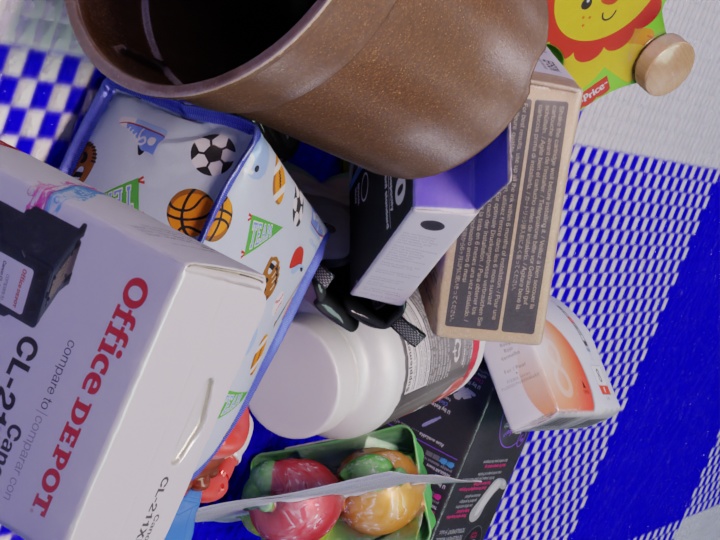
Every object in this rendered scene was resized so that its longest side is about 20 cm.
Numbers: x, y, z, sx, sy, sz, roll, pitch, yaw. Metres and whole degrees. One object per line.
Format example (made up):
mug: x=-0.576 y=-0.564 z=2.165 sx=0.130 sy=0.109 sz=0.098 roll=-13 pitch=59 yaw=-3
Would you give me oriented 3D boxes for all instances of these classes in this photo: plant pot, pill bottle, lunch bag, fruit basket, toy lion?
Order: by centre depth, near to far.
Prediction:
plant pot: x=-0.015 y=-0.150 z=0.974 sx=0.198 sy=0.199 sz=0.202 roll=26 pitch=89 yaw=-51
lunch bag: x=-0.120 y=0.021 z=1.070 sx=0.201 sy=0.123 sz=0.170 roll=-67 pitch=158 yaw=-12
toy lion: x=0.151 y=-0.179 z=1.341 sx=0.199 sy=0.069 sz=0.192 roll=-35 pitch=141 yaw=-7
fruit basket: x=-0.029 y=0.154 z=1.342 sx=0.200 sy=0.184 sz=0.095 roll=28 pitch=51 yaw=-64
pill bottle: x=0.001 y=0.058 z=1.359 sx=0.199 sy=0.110 sz=0.112 roll=-17 pitch=128 yaw=-58

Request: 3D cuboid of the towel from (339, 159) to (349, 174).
towel: x=0.019 y=-0.136 z=1.326 sx=0.086 sy=0.018 sz=0.201 roll=-40 pitch=146 yaw=-42

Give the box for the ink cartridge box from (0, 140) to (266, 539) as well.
ink cartridge box: x=-0.164 y=0.026 z=0.888 sx=0.147 sy=0.199 sz=0.083 roll=-66 pitch=156 yaw=4

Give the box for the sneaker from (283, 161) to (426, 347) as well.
sneaker: x=0.000 y=0.000 z=1.256 sx=0.078 sy=0.140 sz=0.199 roll=-54 pitch=156 yaw=17

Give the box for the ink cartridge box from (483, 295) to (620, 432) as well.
ink cartridge box: x=0.135 y=0.029 z=1.526 sx=0.162 sy=0.050 sz=0.202 roll=7 pitch=63 yaw=-65

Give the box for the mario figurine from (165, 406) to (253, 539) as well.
mario figurine: x=-0.136 y=0.135 z=1.214 sx=0.123 sy=0.105 sz=0.202 roll=-57 pitch=167 yaw=-77

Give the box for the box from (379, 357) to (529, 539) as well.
box: x=0.059 y=0.153 z=1.572 sx=0.122 sy=0.105 sz=0.202 roll=9 pitch=105 yaw=-63

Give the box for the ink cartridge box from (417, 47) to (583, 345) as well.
ink cartridge box: x=0.080 y=-0.063 z=1.217 sx=0.200 sy=0.074 sz=0.166 roll=-101 pitch=-162 yaw=-71

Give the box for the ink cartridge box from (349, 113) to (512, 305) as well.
ink cartridge box: x=0.037 y=-0.106 z=1.114 sx=0.200 sy=0.043 sz=0.200 roll=130 pitch=-36 yaw=-63

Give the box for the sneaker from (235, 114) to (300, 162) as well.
sneaker: x=-0.032 y=-0.152 z=1.127 sx=0.077 sy=0.083 sz=0.202 roll=-20 pitch=130 yaw=-56
